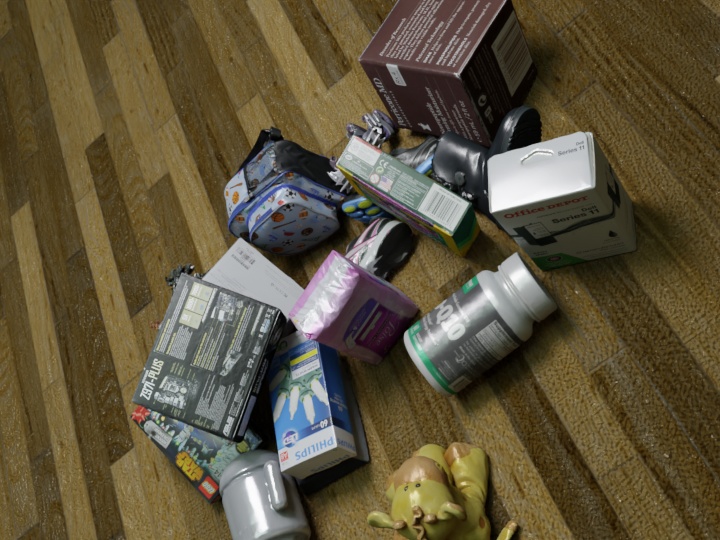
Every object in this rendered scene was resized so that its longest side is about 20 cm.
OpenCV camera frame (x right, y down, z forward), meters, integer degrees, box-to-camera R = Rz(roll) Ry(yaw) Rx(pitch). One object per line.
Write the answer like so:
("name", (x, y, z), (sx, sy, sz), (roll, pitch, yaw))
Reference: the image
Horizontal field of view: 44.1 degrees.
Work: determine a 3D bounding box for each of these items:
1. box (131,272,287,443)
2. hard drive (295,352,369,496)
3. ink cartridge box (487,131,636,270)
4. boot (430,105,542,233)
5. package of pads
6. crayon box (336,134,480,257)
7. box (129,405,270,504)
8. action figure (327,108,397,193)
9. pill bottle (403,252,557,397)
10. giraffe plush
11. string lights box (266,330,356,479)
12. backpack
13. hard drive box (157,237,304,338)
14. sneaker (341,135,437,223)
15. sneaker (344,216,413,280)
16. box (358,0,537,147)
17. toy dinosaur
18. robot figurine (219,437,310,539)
("box", (-0.219, 0.130, 1.313), (0.161, 0.086, 0.203), (18, 79, 6))
("hard drive", (-0.069, 0.226, 1.368), (0.134, 0.042, 0.202), (-31, 54, 18))
("ink cartridge box", (0.270, -0.087, 1.185), (0.144, 0.199, 0.085), (-13, 61, 28))
("boot", (0.176, -0.170, 1.312), (0.076, 0.203, 0.167), (-27, 45, -31))
("package of pads", (-0.009, 0.060, 1.306), (0.076, 0.199, 0.121), (41, 96, 34))
("crayon box", (0.075, -0.106, 1.304), (0.198, 0.172, 0.059), (33, 90, 15))
("box", (-0.260, 0.253, 1.436), (0.200, 0.040, 0.137), (42, 95, 14))
("action figure", (0.001, -0.202, 1.449), (0.130, 0.069, 0.201), (-41, 12, 25))
("pill bottle", (0.167, 0.074, 1.236), (0.199, 0.113, 0.114), (-39, 52, 12))
("giraffe plush", (0.090, 0.306, 1.144), (0.172, 0.162, 0.201), (-41, 51, 10))
("string lights box", (-0.077, 0.193, 1.323), (0.102, 0.059, 0.203), (-27, 55, 21))
("backpack", (-0.131, -0.113, 1.493), (0.189, 0.198, 0.157), (-27, 53, 36))
("hard drive box", (-0.200, 0.077, 1.427), (0.155, 0.077, 0.200), (38, 69, 9))
("sneaker", (0.058, -0.147, 1.448), (0.198, 0.071, 0.083), (-33, 49, 10))
("sneaker", (0.000, 0.000, 1.421), (0.201, 0.080, 0.086), (-49, 39, -6))
("box", (0.140, -0.321, 1.393), (0.198, 0.166, 0.166), (18, 68, 38))
("toy dinosaur", (-0.293, 0.066, 1.570), (0.196, 0.102, 0.138), (-13, 76, 4))
("robot figurine", (-0.142, 0.351, 1.310), (0.171, 0.111, 0.202), (-61, 42, 41))
